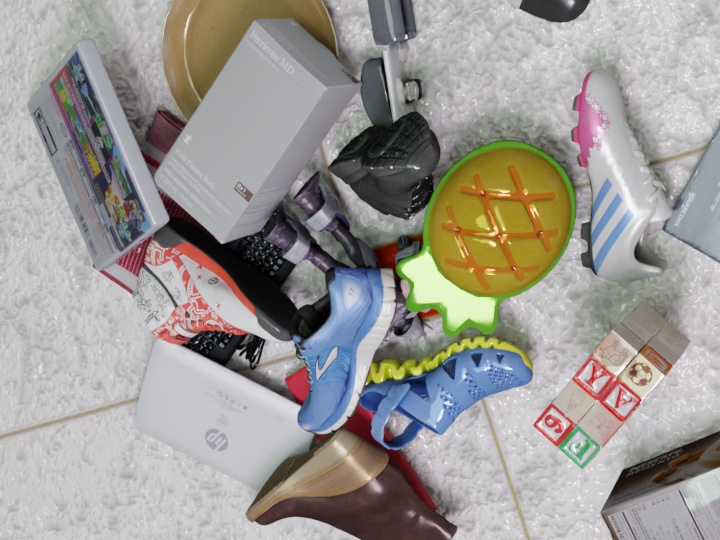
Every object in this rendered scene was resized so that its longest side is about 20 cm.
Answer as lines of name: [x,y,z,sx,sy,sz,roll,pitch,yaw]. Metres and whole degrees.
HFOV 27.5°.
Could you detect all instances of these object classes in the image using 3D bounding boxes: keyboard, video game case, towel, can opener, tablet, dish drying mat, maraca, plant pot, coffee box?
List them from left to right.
video game case: [-0.275,-0.116,1.527,0.182,0.023,0.202,-28,85,58]
towel: [-0.198,-0.050,1.569,0.143,0.023,0.201,33,113,13]
tablet: [-0.148,0.164,1.584,0.199,0.014,0.131,26,121,10]
keyboard: [-0.123,0.032,1.536,0.104,0.040,0.201,34,114,-4]
plant pot: [-0.109,-0.218,1.489,0.198,0.027,0.202,5,104,21]
dish drying mat: [-0.001,0.182,1.545,0.077,0.018,0.201,-33,89,26]
can opener: [0.021,-0.233,1.416,0.066,0.053,0.202,-1,102,23]
maraca: [0.119,-0.029,1.391,0.137,0.107,0.201,34,107,-1]
coffee box: [0.335,0.203,1.358,0.199,0.114,0.080,-27,92,27]
video game case: [0.393,-0.049,1.326,0.199,0.019,0.144,32,112,14]

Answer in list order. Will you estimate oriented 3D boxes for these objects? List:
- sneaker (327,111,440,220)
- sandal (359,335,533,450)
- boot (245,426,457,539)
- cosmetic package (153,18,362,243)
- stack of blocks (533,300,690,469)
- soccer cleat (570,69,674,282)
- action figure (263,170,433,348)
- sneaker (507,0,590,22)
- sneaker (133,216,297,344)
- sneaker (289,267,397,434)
sneaker: [0.040,-0.093,1.389,0.076,0.200,0.091,-44,103,-9]
sandal: [0.081,0.125,1.451,0.199,0.088,0.079,-19,140,31]
boot: [-0.015,0.259,1.523,0.166,0.072,0.200,43,132,-8]
cosmetic package: [-0.101,-0.138,1.443,0.107,0.090,0.201,41,117,14]
stack of blocks: [0.238,0.090,1.322,0.058,0.200,0.115,41,114,11]
soccer cleat: [0.246,-0.086,1.349,0.086,0.070,0.202,4,112,30]
action figure: [0.000,0.000,1.475,0.130,0.069,0.200,-42,100,18]
sneaker: [0.122,-0.296,1.342,0.200,0.088,0.074,42,113,7]
sneaker: [-0.150,0.042,1.505,0.201,0.067,0.109,38,112,24]
sneaker: [-0.032,0.073,1.438,0.088,0.079,0.201,14,121,-10]
